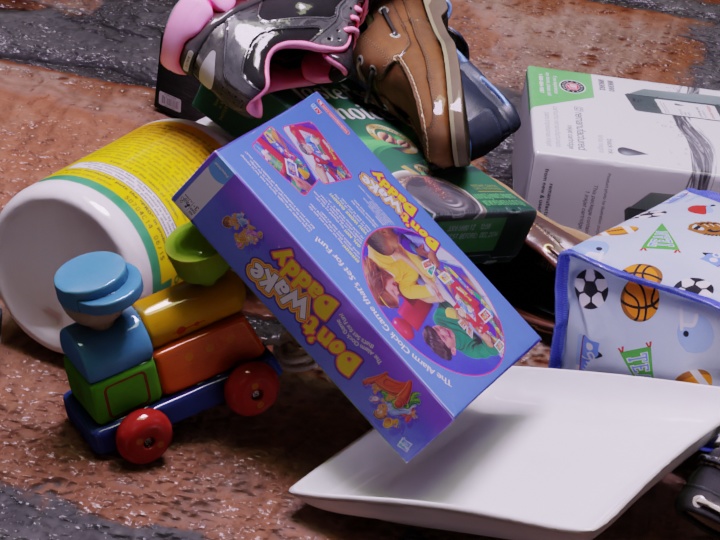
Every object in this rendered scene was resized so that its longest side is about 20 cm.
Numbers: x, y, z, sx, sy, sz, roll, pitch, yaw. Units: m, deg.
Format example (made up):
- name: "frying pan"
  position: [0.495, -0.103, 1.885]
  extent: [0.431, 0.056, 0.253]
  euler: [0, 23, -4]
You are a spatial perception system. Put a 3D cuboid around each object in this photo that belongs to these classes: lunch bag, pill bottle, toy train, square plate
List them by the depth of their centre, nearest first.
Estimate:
- name: "square plate"
  position: [0.094, 0.106, 1.474]
  extent: [0.199, 0.029, 0.198]
  euler: [5, 22, 35]
- name: "toy train"
  position: [-0.081, 0.019, 1.506]
  extent: [0.200, 0.116, 0.085]
  euler: [-23, 38, -19]
- name: "lunch bag"
  position: [0.240, 0.042, 1.580]
  extent: [0.200, 0.124, 0.170]
  euler: [16, 27, 31]
- name: "pill bottle"
  position: [-0.131, -0.030, 1.626]
  extent: [0.112, 0.113, 0.200]
  euler: [20, 28, 22]

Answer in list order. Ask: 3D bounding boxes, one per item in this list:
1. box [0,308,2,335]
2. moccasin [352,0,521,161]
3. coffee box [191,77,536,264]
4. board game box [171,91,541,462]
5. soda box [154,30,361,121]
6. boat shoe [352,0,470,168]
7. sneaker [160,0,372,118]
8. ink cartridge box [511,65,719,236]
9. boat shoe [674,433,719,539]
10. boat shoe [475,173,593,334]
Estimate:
- name: "box"
  position: [-0.312, 0.066, 1.478]
  extent: [0.199, 0.044, 0.160]
  euler: [6, 28, -3]
- name: "moccasin"
  position: [0.046, -0.134, 1.777]
  extent: [0.068, 0.081, 0.200]
  euler: [-19, 47, -16]
- name: "coffee box"
  position: [0.001, -0.072, 1.647]
  extent: [0.200, 0.044, 0.123]
  euler: [37, 22, 30]
- name: "board game box"
  position: [0.000, 0.000, 1.494]
  extent: [0.200, 0.045, 0.134]
  euler: [48, 31, 4]
- name: "soda box"
  position: [-0.050, -0.121, 1.869]
  extent: [0.200, 0.064, 0.071]
  euler: [25, 32, 28]
- name: "boat shoe"
  position: [0.029, -0.125, 1.668]
  extent: [0.068, 0.072, 0.200]
  euler: [-7, 33, -2]
- name: "sneaker"
  position: [-0.027, -0.155, 1.625]
  extent: [0.200, 0.079, 0.095]
  euler: [-33, 62, -31]
- name: "ink cartridge box"
  position: [0.210, -0.067, 1.810]
  extent: [0.199, 0.084, 0.146]
  euler: [7, 29, -3]
- name: "boat shoe"
  position: [0.264, 0.163, 1.423]
  extent: [0.200, 0.074, 0.060]
  euler: [36, 78, 16]
- name: "boat shoe"
  position: [0.088, -0.013, 1.694]
  extent: [0.200, 0.071, 0.070]
  euler: [23, 28, 27]
